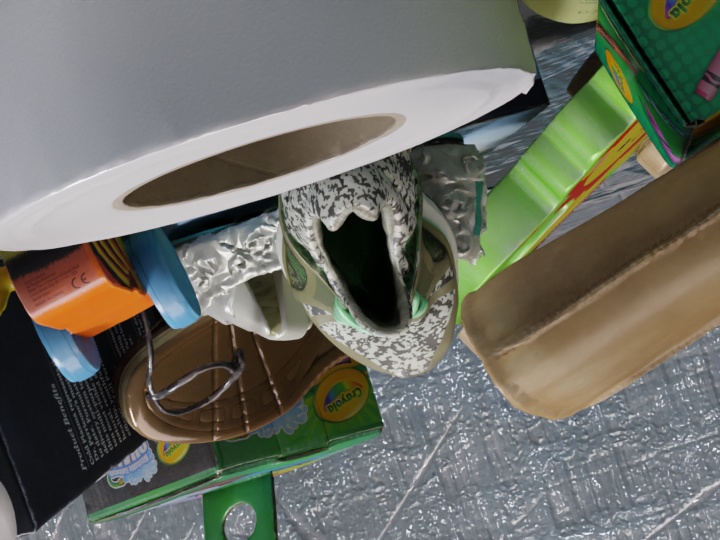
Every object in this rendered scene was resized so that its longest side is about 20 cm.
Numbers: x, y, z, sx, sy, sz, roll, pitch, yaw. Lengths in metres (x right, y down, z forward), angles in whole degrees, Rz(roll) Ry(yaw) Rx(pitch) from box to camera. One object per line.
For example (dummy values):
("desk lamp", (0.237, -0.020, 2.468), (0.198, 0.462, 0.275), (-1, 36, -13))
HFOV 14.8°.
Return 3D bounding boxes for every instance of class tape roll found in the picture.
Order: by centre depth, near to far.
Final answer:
("tape roll", (-0.043, -0.069, 0.942), (0.201, 0.071, 0.202), (-17, 174, -2))

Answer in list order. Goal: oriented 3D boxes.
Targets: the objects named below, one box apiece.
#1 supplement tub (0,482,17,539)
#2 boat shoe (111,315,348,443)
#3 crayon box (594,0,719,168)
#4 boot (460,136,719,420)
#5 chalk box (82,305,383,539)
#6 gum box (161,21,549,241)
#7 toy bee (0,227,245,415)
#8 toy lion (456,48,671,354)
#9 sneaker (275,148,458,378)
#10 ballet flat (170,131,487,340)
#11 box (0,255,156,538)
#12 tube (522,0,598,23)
("supplement tub", (-0.261, 0.122, 1.166), (0.199, 0.146, 0.145), (18, -175, 16))
("boat shoe", (-0.053, 0.022, 1.365), (0.072, 0.073, 0.200), (21, -140, 41))
("crayon box", (0.174, -0.117, 0.922), (0.199, 0.058, 0.119), (-34, 174, 2))
("boot", (0.142, -0.027, 0.913), (0.200, 0.066, 0.175), (-36, 161, 16))
("chalk box", (-0.080, 0.059, 1.470), (0.123, 0.201, 0.125), (-12, 174, -43))
("gum box", (-0.019, -0.056, 1.312), (0.169, 0.045, 0.200), (-16, 174, -13))
("toy bee", (-0.122, -0.007, 1.174), (0.130, 0.109, 0.200), (-22, 161, -16))
("toy lion", (0.106, -0.059, 1.269), (0.200, 0.069, 0.192), (-45, 175, -6))
("sneaker", (0.000, 0.000, 1.116), (0.076, 0.089, 0.200), (-13, 144, 6))
("ballet flat", (-0.025, -0.004, 1.244), (0.199, 0.072, 0.072), (-20, 174, 37))
("box", (-0.219, 0.067, 1.325), (0.199, 0.125, 0.197), (-19, -174, 21))
("tube", (0.089, -0.128, 0.874), (0.052, 0.058, 0.200), (24, 165, -5))
